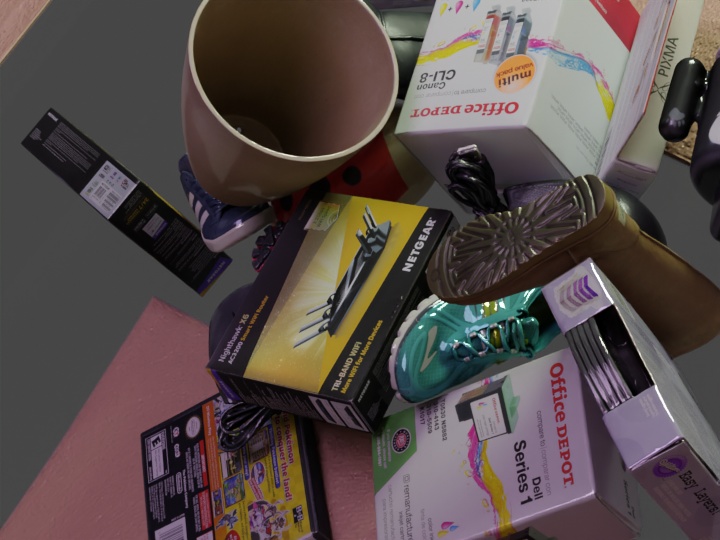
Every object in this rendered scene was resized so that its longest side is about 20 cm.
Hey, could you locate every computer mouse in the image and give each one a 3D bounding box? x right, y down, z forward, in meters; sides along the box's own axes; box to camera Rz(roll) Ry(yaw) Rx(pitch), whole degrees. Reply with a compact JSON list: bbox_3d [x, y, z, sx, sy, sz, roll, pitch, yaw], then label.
[{"bbox_3d":[0.177,-0.049,1.578,0.199,0.139,0.053,17,65,33],"label":"computer mouse"},{"bbox_3d":[-0.096,0.067,1.726,0.138,0.053,0.200,-35,32,10],"label":"computer mouse"}]

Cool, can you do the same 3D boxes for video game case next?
[{"bbox_3d":[-0.119,0.197,1.703,0.180,0.025,0.201,-28,47,19],"label":"video game case"}]

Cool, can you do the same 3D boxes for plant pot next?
[{"bbox_3d":[-0.084,-0.140,1.662,0.200,0.186,0.188,128,158,-61],"label":"plant pot"}]

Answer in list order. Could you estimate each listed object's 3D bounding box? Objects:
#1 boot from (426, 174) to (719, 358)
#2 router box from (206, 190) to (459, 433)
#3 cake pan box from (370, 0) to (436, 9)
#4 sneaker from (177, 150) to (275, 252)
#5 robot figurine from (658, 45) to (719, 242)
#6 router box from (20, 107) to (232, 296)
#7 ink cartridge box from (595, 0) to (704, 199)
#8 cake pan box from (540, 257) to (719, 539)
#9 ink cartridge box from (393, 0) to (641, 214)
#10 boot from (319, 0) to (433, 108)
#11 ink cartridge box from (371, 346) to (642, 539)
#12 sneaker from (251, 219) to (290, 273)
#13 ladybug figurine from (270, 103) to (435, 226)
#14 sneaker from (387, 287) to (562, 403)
[{"bbox_3d":[0.175,0.021,1.475,0.175,0.200,0.066,-23,49,27],"label":"boot"},{"bbox_3d":[-0.018,0.031,1.598,0.157,0.052,0.201,9,59,34],"label":"router box"},{"bbox_3d":[-0.009,-0.346,1.894,0.183,0.052,0.201,-4,50,-12],"label":"cake pan box"},{"bbox_3d":[-0.140,-0.079,1.812,0.075,0.085,0.200,-29,18,-8],"label":"sneaker"},{"bbox_3d":[0.336,-0.115,1.503,0.125,0.150,0.201,-15,51,50],"label":"robot figurine"},{"bbox_3d":[-0.238,-0.070,1.885,0.052,0.157,0.200,-50,45,-3],"label":"router box"},{"bbox_3d":[0.256,-0.171,1.577,0.043,0.174,0.201,20,68,-2],"label":"ink cartridge box"},{"bbox_3d":[0.220,0.107,1.381,0.052,0.200,0.185,-33,48,10],"label":"cake pan box"},{"bbox_3d":[0.146,-0.169,1.668,0.145,0.145,0.201,-1,61,36],"label":"ink cartridge box"},{"bbox_3d":[0.017,-0.234,1.776,0.076,0.168,0.201,-51,56,40],"label":"boot"},{"bbox_3d":[0.115,0.167,1.501,0.199,0.084,0.145,-23,49,24],"label":"ink cartridge box"},{"bbox_3d":[0.000,0.000,1.720,0.199,0.075,0.081,14,75,29],"label":"sneaker"},{"bbox_3d":[-0.011,-0.096,1.789,0.199,0.072,0.136,-30,47,17],"label":"ladybug figurine"},{"bbox_3d":[0.109,0.048,1.539,0.199,0.078,0.080,-29,22,-24],"label":"sneaker"}]
